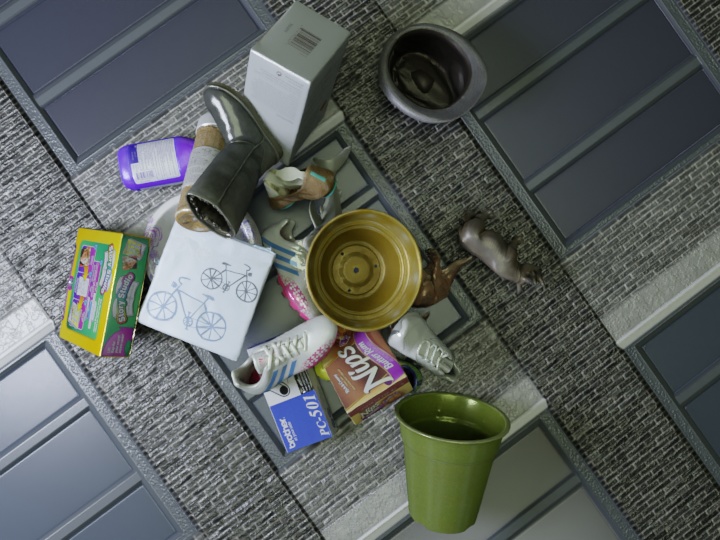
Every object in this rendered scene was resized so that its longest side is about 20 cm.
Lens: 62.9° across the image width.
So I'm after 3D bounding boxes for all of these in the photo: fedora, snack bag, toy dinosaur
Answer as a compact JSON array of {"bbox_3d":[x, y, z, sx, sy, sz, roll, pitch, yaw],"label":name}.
[{"bbox_3d":[0.126,-0.348,1.077,0.199,0.090,0.178,33,86,5],"label":"fedora"},{"bbox_3d":[-0.258,0.026,0.982,0.187,0.021,0.202,21,91,2],"label":"snack bag"},{"bbox_3d":[0.118,0.041,1.077,0.199,0.086,0.137,-23,98,-16],"label":"toy dinosaur"}]

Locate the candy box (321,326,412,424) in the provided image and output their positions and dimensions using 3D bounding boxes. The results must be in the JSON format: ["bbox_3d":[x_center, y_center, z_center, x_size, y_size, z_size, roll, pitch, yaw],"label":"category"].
[{"bbox_3d":[-0.008,0.150,1.024,0.116,0.057,0.201,-30,50,-3],"label":"candy box"}]

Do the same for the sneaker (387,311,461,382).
[{"bbox_3d":[0.118,0.134,1.015,0.087,0.200,0.075,36,89,40],"label":"sneaker"}]

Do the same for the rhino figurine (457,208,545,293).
[{"bbox_3d":[0.259,-0.029,1.075,0.200,0.060,0.088,41,52,1],"label":"rhino figurine"}]

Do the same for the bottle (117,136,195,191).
[{"bbox_3d":[-0.331,-0.200,1.068,0.198,0.065,0.084,-11,90,-3],"label":"bottle"}]

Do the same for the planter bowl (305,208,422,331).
[{"bbox_3d":[0.000,0.000,1.007,0.198,0.083,0.203,0,90,-12],"label":"planter bowl"}]

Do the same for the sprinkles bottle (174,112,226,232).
[{"bbox_3d":[-0.253,-0.164,0.973,0.068,0.068,0.202,6,62,-2],"label":"sprinkles bottle"}]

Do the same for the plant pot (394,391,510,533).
[{"bbox_3d":[0.152,0.340,1.031,0.198,0.200,0.192,3,102,-2],"label":"plant pot"}]

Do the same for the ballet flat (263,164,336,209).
[{"bbox_3d":[-0.122,-0.149,1.011,0.072,0.199,0.068,27,76,-34],"label":"ballet flat"}]

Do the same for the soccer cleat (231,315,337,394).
[{"bbox_3d":[-0.127,0.143,0.984,0.199,0.086,0.070,-38,61,12],"label":"soccer cleat"}]

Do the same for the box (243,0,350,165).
[{"bbox_3d":[-0.116,-0.308,0.989,0.106,0.200,0.153,29,56,-1],"label":"box"}]

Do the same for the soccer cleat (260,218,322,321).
[{"bbox_3d":[-0.109,-0.003,1.050,0.086,0.070,0.201,-36,76,15],"label":"soccer cleat"}]

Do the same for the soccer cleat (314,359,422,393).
[{"bbox_3d":[0.014,0.182,1.062,0.198,0.084,0.065,7,90,3],"label":"soccer cleat"}]

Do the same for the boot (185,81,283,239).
[{"bbox_3d":[-0.219,-0.174,0.922,0.182,0.072,0.201,45,53,-20],"label":"boot"}]

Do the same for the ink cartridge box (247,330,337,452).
[{"bbox_3d":[-0.124,0.217,1.071,0.093,0.044,0.202,-21,90,9],"label":"ink cartridge box"}]

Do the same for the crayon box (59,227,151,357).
[{"bbox_3d":[-0.441,0.033,1.013,0.172,0.058,0.202,9,88,42],"label":"crayon box"}]

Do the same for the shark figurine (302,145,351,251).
[{"bbox_3d":[-0.040,-0.106,1.068,0.089,0.128,0.216,-1,61,18],"label":"shark figurine"}]

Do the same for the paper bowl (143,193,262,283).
[{"bbox_3d":[-0.273,-0.035,1.044,0.198,0.104,0.203,0,90,1],"label":"paper bowl"}]
